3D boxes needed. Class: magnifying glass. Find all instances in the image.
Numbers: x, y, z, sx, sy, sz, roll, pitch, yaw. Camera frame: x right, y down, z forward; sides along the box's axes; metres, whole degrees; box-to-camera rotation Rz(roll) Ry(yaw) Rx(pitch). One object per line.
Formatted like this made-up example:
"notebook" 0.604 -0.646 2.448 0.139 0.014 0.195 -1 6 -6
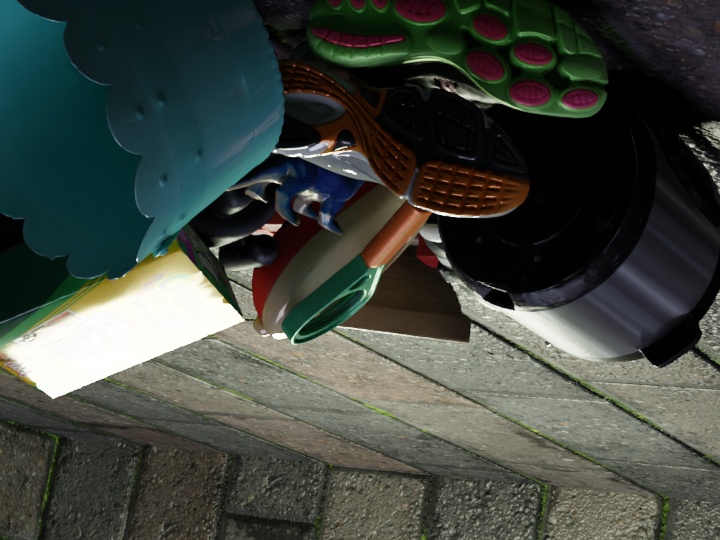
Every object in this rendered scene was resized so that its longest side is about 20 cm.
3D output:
"magnifying glass" 0.000 0.000 1.373 0.079 0.022 0.200 -21 163 -41

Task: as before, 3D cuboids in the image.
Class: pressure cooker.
"pressure cooker" 0.170 -0.029 1.282 0.178 0.177 0.200 5 163 37

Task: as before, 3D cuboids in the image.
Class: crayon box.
"crayon box" -0.197 0.023 1.337 0.172 0.059 0.200 -21 161 3

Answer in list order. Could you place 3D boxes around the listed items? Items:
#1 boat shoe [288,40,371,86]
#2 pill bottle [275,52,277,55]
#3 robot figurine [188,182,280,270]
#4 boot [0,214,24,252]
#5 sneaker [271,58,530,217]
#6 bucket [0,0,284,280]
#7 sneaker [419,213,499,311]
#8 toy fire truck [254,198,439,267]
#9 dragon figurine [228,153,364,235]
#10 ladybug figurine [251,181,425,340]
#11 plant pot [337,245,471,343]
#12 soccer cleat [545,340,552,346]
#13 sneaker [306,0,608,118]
"boat shoe" 0.034 -0.108 1.266 0.199 0.076 0.072 20 168 -40
"pill bottle" -0.161 -0.127 1.255 0.199 0.113 0.112 6 166 20
"robot figurine" -0.136 -0.075 1.420 0.124 0.151 0.200 -1 173 -29
"boot" -0.315 -0.033 1.366 0.150 0.074 0.200 6 171 19
"sneaker" 0.025 -0.084 1.137 0.199 0.076 0.092 23 -178 22
"bucket" -0.154 -0.111 1.084 0.135 0.208 0.207 -34 -165 -34
"sneaker" 0.151 -0.012 1.520 0.199 0.073 0.112 10 144 41
"toy fire truck" -0.013 -0.046 1.620 0.199 0.049 0.141 2 166 34
"dragon figurine" -0.036 -0.087 1.315 0.200 0.100 0.059 13 -166 -47
"ladybug figurine" -0.021 -0.023 1.482 0.072 0.200 0.136 44 167 16
"plant pot" 0.014 0.015 1.724 0.200 0.093 0.201 8 177 0
"soccer cleat" 0.108 -0.026 1.399 0.200 0.078 0.069 43 155 6
"sneaker" 0.066 -0.143 1.131 0.199 0.077 0.084 17 176 16
